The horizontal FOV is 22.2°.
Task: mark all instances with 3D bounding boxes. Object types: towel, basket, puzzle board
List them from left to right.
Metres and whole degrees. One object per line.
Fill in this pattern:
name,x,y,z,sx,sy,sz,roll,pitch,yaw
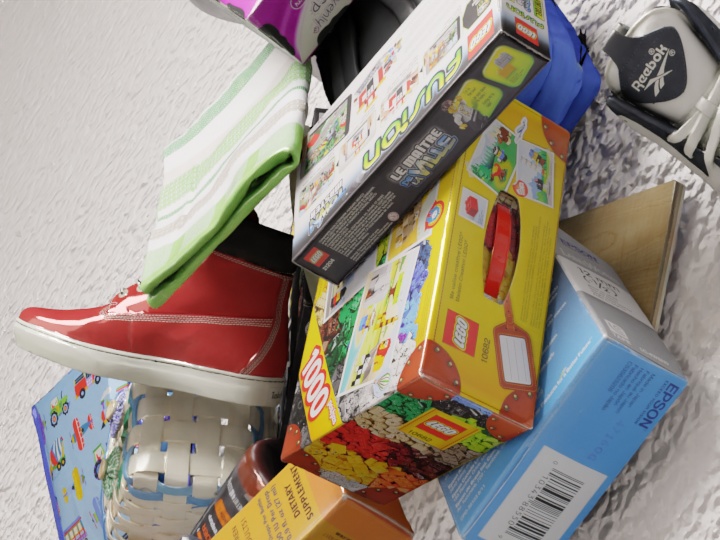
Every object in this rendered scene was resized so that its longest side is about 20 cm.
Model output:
basket,-0.126,0.153,1.388,0.201,0.138,0.177,89,-177,-52
towel,-0.089,-0.075,1.204,0.149,0.031,0.200,-46,19,21
puzzle board,0.123,0.036,1.136,0.200,0.017,0.152,-22,49,57

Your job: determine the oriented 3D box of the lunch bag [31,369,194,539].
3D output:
lunch bag,-0.208,0.174,1.584,0.150,0.094,0.201,-41,43,36

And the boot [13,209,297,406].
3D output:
boot,-0.140,0.008,1.285,0.072,0.199,0.145,3,-85,-78

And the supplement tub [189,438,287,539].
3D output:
supplement tub,-0.081,0.221,1.254,0.201,0.107,0.107,-57,26,17

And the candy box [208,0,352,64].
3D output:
candy box,-0.059,-0.236,1.256,0.137,0.061,0.200,-52,38,2

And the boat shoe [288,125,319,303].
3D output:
boat shoe,0.001,0.000,1.193,0.074,0.066,0.201,166,92,-76

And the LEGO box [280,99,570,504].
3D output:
LEGO box,0.039,0.015,1.061,0.149,0.077,0.201,-36,35,49

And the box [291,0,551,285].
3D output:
box,0.030,-0.094,1.051,0.200,0.035,0.110,-46,28,34

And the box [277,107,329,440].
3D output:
box,-0.027,0.006,1.351,0.162,0.049,0.201,101,173,-47

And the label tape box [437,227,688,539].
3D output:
label tape box,0.097,0.058,1.074,0.144,0.066,0.200,-56,22,18

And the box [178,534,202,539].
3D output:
box,-0.063,0.287,1.046,0.200,0.196,0.118,-55,27,19

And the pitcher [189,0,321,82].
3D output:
pitcher,-0.030,-0.204,1.442,0.171,0.199,0.122,-12,56,60

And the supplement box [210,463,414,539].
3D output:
supplement box,-0.062,0.196,1.132,0.200,0.069,0.067,-47,34,16

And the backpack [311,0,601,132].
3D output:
backpack,0.073,-0.136,1.209,0.163,0.167,0.200,-57,22,26

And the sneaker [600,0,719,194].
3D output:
sneaker,0.189,-0.083,0.981,0.080,0.129,0.200,-54,27,22
